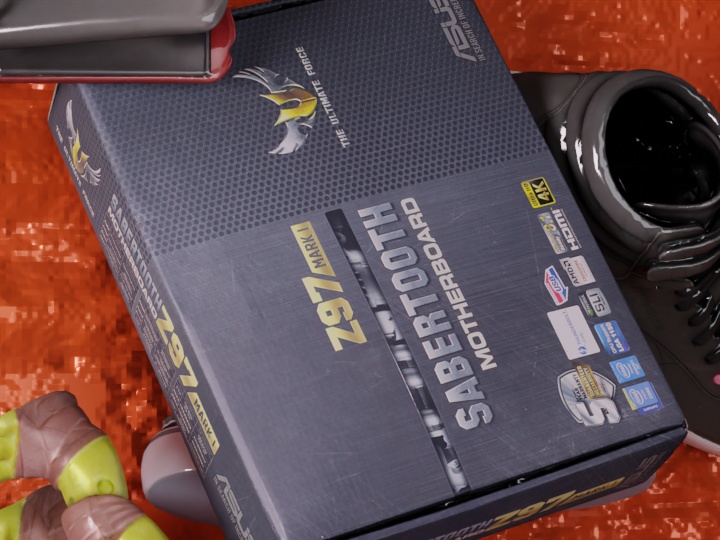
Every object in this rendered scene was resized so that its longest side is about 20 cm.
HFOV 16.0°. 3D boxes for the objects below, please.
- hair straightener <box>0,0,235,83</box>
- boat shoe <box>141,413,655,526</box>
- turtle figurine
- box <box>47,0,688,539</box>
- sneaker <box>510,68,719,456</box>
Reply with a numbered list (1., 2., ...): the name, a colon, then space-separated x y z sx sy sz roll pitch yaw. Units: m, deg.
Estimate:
1. hair straightener: -0.140 -0.096 0.830 0.198 0.077 0.041 4 65 -1
2. boat shoe: 0.014 0.051 0.926 0.199 0.070 0.067 -2 66 -19
3. turtle figurine: -0.053 0.107 0.788 0.064 0.200 0.161 -41 65 -17
4. box: 0.000 0.000 0.881 0.157 0.051 0.201 -15 67 -24
5. sneaker: 0.124 0.002 0.956 0.200 0.099 0.071 47 69 -17
